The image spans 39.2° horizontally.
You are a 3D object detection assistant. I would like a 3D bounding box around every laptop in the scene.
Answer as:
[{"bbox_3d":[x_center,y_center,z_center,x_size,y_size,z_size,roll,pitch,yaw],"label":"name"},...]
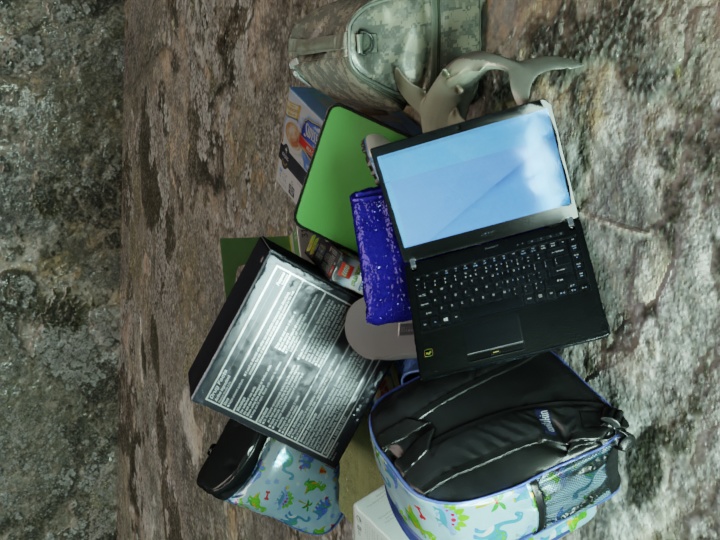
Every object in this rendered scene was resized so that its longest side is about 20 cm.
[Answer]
[{"bbox_3d":[0.114,-0.027,0.917,0.104,0.175,0.202,58,-159,-53],"label":"laptop"}]

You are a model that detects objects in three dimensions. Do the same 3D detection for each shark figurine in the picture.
[{"bbox_3d":[0.120,-0.191,1.022,0.129,0.089,0.214,57,149,2],"label":"shark figurine"}]

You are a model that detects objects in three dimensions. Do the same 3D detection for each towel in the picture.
[{"bbox_3d":[0.088,-0.035,1.007,0.050,0.198,0.150,36,-137,-68],"label":"towel"},{"bbox_3d":[0.015,0.266,1.291,0.148,0.036,0.203,34,130,56],"label":"towel"}]

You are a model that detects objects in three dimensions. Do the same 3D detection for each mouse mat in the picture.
[{"bbox_3d":[0.030,-0.082,1.145,0.162,0.198,0.008,-69,-10,26],"label":"mouse mat"}]

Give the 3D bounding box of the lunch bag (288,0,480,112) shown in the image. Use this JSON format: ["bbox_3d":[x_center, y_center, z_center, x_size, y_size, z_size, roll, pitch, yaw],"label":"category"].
[{"bbox_3d":[0.022,-0.253,1.151,0.200,0.166,0.141,-158,69,-64],"label":"lunch bag"}]

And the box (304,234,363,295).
[{"bbox_3d":[0.000,0.000,1.234,0.035,0.109,0.200,-65,15,4],"label":"box"}]

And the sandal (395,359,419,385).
[{"bbox_3d":[0.082,0.117,1.139,0.200,0.086,0.081,-157,66,-66],"label":"sandal"}]

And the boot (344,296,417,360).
[{"bbox_3d":[0.075,0.068,1.103,0.199,0.095,0.075,3,85,51],"label":"boot"}]

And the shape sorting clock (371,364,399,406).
[{"bbox_3d":[0.015,0.189,1.347,0.200,0.039,0.203,179,90,-66],"label":"shape sorting clock"}]

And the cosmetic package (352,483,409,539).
[{"bbox_3d":[0.093,0.293,1.016,0.200,0.112,0.082,39,141,39],"label":"cosmetic package"}]

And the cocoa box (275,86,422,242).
[{"bbox_3d":[-0.010,-0.137,1.269,0.200,0.132,0.133,-129,44,-54],"label":"cocoa box"}]

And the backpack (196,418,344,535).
[{"bbox_3d":[-0.100,0.285,1.426,0.153,0.200,0.164,25,80,50],"label":"backpack"}]

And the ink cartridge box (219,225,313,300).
[{"bbox_3d":[-0.082,0.014,1.359,0.048,0.198,0.147,141,124,-63],"label":"ink cartridge box"}]

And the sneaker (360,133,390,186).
[{"bbox_3d":[0.079,-0.076,1.083,0.072,0.072,0.200,-44,83,17],"label":"sneaker"}]

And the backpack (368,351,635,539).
[{"bbox_3d":[0.118,0.173,0.924,0.183,0.198,0.148,-129,24,-51],"label":"backpack"}]

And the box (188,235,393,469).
[{"bbox_3d":[-0.078,0.095,1.226,0.202,0.197,0.123,-61,17,3],"label":"box"}]
